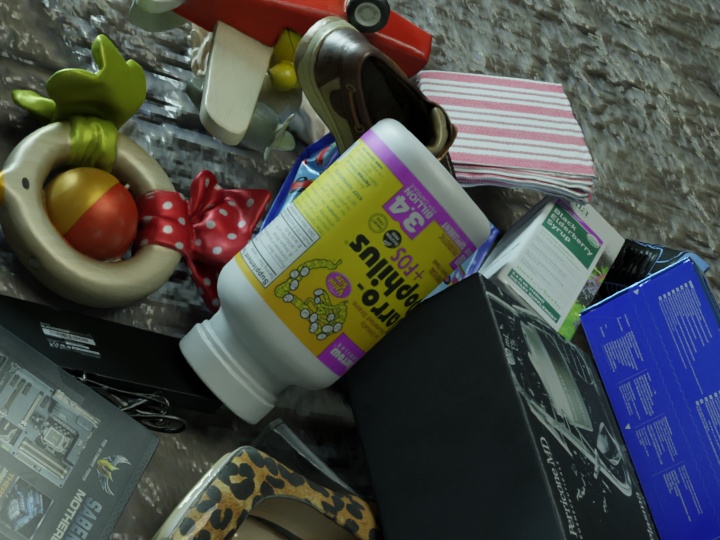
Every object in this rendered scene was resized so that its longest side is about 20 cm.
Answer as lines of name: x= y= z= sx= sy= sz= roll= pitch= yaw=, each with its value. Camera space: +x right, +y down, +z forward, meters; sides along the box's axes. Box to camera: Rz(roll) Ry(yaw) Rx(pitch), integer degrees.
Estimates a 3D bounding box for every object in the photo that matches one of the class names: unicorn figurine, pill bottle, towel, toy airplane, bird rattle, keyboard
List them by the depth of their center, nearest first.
keyboard: x=-0.180 y=0.062 z=0.868 sx=0.199 sy=0.040 sz=0.104 roll=16 pitch=22 yaw=-35
pill bottle: x=-0.020 y=0.005 z=0.918 sx=0.104 sy=0.200 sz=0.104 roll=47 pitch=3 yaw=-3
bird rattle: x=-0.165 y=-0.040 z=0.948 sx=0.201 sy=0.112 sz=0.163 roll=55 pitch=45 yaw=-12
toy airplane: x=-0.074 y=-0.170 z=1.051 sx=0.199 sy=0.142 sz=0.199 roll=-25 pitch=51 yaw=-31
unicorn figurine: x=-0.055 y=-0.149 z=1.170 sx=0.199 sy=0.074 sz=0.138 roll=3 pitch=53 yaw=-25
towel: x=0.126 y=-0.124 z=1.292 sx=0.145 sy=0.030 sz=0.201 roll=6 pitch=32 yaw=-7

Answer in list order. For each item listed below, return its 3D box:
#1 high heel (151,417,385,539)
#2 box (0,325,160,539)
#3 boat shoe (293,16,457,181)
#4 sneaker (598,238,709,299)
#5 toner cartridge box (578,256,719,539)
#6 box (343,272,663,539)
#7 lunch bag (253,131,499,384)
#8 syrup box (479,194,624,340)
high heel: x=-0.040 y=0.173 z=0.858 sx=0.143 sy=0.071 sz=0.200 roll=44 pitch=26 yaw=6
box: x=-0.210 y=0.124 z=0.722 sx=0.157 sy=0.051 sz=0.201 roll=36 pitch=48 yaw=-14
boat shoe: x=0.028 y=-0.090 z=0.988 sx=0.072 sy=0.072 sz=0.200 roll=27 pitch=-21 yaw=43
sneaker: x=0.249 y=0.008 z=1.271 sx=0.078 sy=0.070 sz=0.200 roll=37 pitch=-7 yaw=5
toner cartridge box: x=0.231 y=0.099 z=1.005 sx=0.043 sy=0.095 sz=0.201 roll=37 pitch=31 yaw=-51
box: x=0.102 y=0.141 z=0.957 sx=0.196 sy=0.124 sz=0.201 roll=31 pitch=35 yaw=-49
lunch bag: x=0.000 y=0.000 z=1.068 sx=0.150 sy=0.094 sz=0.201 roll=43 pitch=43 yaw=-16
syrup box: x=0.149 y=0.009 z=1.213 sx=0.079 sy=0.081 sz=0.200 roll=45 pitch=36 yaw=-3
